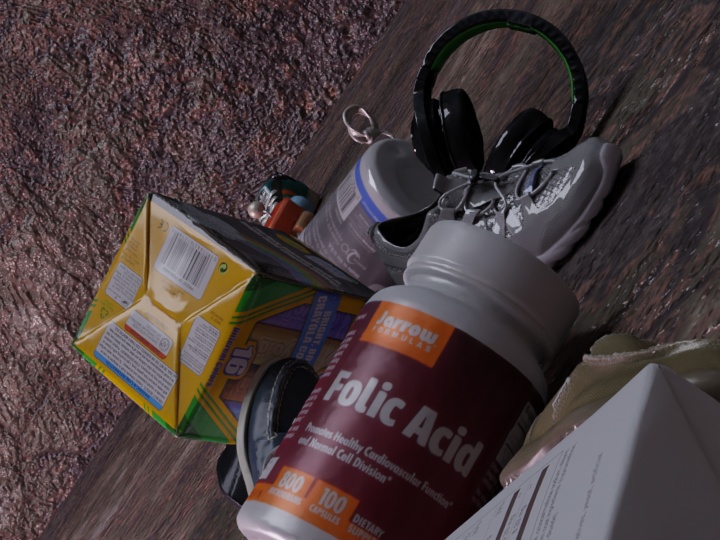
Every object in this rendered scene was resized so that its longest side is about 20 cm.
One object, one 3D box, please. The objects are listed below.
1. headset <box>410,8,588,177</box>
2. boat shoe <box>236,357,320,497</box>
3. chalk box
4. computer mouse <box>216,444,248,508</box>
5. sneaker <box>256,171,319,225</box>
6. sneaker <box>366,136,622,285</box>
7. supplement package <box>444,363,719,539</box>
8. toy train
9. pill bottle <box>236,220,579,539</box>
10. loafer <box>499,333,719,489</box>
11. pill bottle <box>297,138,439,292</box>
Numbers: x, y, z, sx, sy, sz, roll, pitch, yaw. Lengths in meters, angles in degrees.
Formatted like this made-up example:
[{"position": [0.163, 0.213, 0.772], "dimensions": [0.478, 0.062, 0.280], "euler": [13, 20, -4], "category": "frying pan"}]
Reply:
[{"position": [0.094, -0.086, 1.307], "dimensions": [0.094, 0.123, 0.200], "euler": [28, -102, -74], "category": "headset"}, {"position": [-0.037, 0.140, 1.115], "dimensions": [0.062, 0.075, 0.200], "euler": [-31, 45, 43], "category": "boat shoe"}, {"position": [-0.072, 0.043, 1.247], "dimensions": [0.200, 0.124, 0.124], "euler": [17, -77, -52], "category": "chalk box"}, {"position": [-0.094, 0.113, 1.436], "dimensions": [0.046, 0.140, 0.200], "euler": [-62, 5, 25], "category": "computer mouse"}, {"position": [-0.111, -0.074, 2.445], "dimensions": [0.071, 0.080, 0.200], "euler": [-52, 9, 21], "category": "sneaker"}, {"position": [0.083, -0.035, 1.181], "dimensions": [0.200, 0.082, 0.075], "euler": [-33, 21, 37], "category": "sneaker"}, {"position": [0.054, 0.159, 0.416], "dimensions": [0.200, 0.152, 0.151], "euler": [-48, 12, 43], "category": "supplement package"}, {"position": [0.001, -0.059, 1.565], "dimensions": [0.056, 0.150, 0.200], "euler": [-35, 17, 53], "category": "toy train"}, {"position": [0.030, 0.081, 0.975], "dimensions": [0.200, 0.114, 0.114], "euler": [-59, 9, -16], "category": "pill bottle"}, {"position": [0.114, 0.057, 0.731], "dimensions": [0.067, 0.076, 0.200], "euler": [-66, 12, -22], "category": "loafer"}, {"position": [0.000, 0.000, 1.452], "dimensions": [0.200, 0.114, 0.114], "euler": [-50, 10, 33], "category": "pill bottle"}]
